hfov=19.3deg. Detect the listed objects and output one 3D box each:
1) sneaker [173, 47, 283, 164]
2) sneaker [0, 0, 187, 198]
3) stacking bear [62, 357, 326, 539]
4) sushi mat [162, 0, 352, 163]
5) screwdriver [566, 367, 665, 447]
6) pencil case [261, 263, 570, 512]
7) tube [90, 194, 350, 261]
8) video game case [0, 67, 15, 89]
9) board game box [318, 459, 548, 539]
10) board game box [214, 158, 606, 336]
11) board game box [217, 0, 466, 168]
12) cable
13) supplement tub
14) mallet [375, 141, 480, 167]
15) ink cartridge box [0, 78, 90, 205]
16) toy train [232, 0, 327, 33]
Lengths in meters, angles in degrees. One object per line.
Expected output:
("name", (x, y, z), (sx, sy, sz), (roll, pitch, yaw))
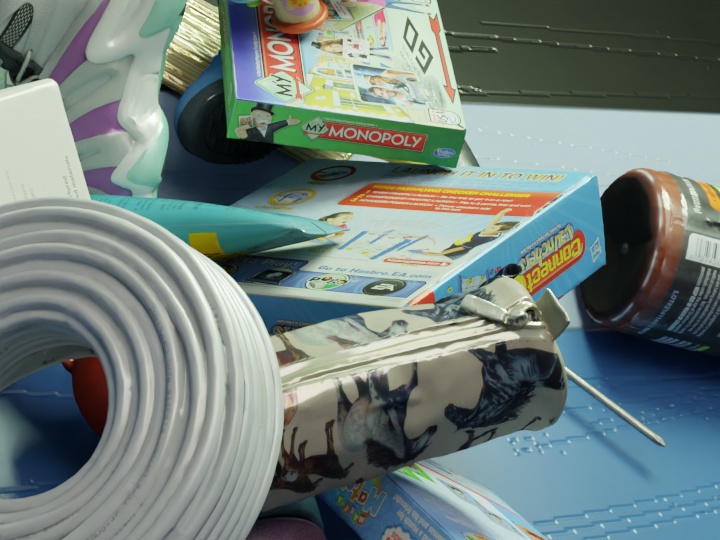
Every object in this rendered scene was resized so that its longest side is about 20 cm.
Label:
("sneaker", (-0.062, -0.125, 1.312), (0.078, 0.066, 0.200), (31, 39, 22))
("sneaker", (-0.173, -0.104, 1.159), (0.140, 0.201, 0.078), (8, 4, -13))
("stacking bear", (-0.082, 0.103, 1.035), (0.121, 0.114, 0.200), (-16, 58, -17))
("sushi mat", (-0.086, -0.132, 1.356), (0.200, 0.012, 0.096), (29, 39, -4))
("screwdriver", (0.102, 0.045, 1.280), (0.200, 0.028, 0.029), (38, 11, 13))
("pencil case", (-0.004, 0.055, 0.965), (0.200, 0.090, 0.078), (-13, 51, -23))
("tube", (-0.112, -0.020, 1.109), (0.199, 0.051, 0.077), (-2, 6, 17))
("video game case", (-0.216, -0.105, 1.177), (0.200, 0.017, 0.143), (3, 85, -31))
("board game box", (0.057, 0.139, 1.046), (0.151, 0.037, 0.200), (30, 4, -34))
("board game box", (0.000, 0.000, 1.153), (0.200, 0.056, 0.196), (5, 24, 36))
("board game box", (-0.016, -0.135, 1.260), (0.134, 0.029, 0.200), (7, 36, -12))
("cable", (-0.131, 0.067, 0.870), (0.200, 0.200, 0.069), (38, -5, 30))
("supplement tub", (0.248, 0.006, 1.359), (0.200, 0.107, 0.107), (14, 43, -22))
("mallet", (0.006, -0.070, 1.294), (0.200, 0.041, 0.066), (9, 43, -50))
("ink cartridge box", (-0.238, 0.000, 0.998), (0.200, 0.128, 0.126), (-25, 103, -44))
("toy train", (-0.032, -0.196, 1.275), (0.150, 0.056, 0.200), (8, 35, 42))
